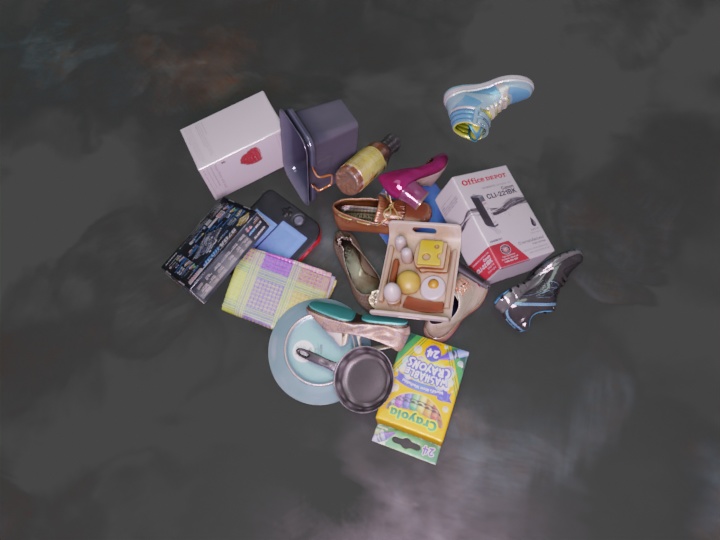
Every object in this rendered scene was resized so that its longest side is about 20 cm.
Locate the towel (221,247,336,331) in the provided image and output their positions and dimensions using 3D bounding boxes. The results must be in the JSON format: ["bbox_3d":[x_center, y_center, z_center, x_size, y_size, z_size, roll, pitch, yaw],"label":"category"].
[{"bbox_3d":[-0.158,0.046,1.167,0.197,0.023,0.146,18,74,0],"label":"towel"}]

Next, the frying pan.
[{"bbox_3d":[-0.028,0.196,1.068,0.187,0.031,0.117,-5,74,19],"label":"frying pan"}]

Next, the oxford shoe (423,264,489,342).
[{"bbox_3d":[0.192,0.047,1.129,0.070,0.074,0.201,30,71,20],"label":"oxford shoe"}]

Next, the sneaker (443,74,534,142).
[{"bbox_3d":[0.285,-0.344,1.297,0.196,0.080,0.133,-9,63,12],"label":"sneaker"}]

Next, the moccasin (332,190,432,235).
[{"bbox_3d":[0.042,-0.118,1.183,0.198,0.078,0.075,7,64,16],"label":"moccasin"}]

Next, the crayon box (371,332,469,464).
[{"bbox_3d":[0.108,0.225,1.070,0.124,0.052,0.203,16,69,12],"label":"crayon box"}]

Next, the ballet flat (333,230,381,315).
[{"bbox_3d":[0.000,0.000,1.184,0.067,0.047,0.202,-26,66,-6],"label":"ballet flat"}]

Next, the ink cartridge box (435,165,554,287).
[{"bbox_3d":[0.254,-0.089,1.146,0.142,0.084,0.202,-15,69,-27],"label":"ink cartridge box"}]

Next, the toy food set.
[{"bbox_3d":[0.103,-0.002,1.084,0.141,0.061,0.203,4,60,16],"label":"toy food set"}]

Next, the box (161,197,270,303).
[{"bbox_3d":[-0.292,-0.047,1.189,0.158,0.046,0.201,23,70,48],"label":"box"}]

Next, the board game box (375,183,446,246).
[{"bbox_3d":[0.113,-0.099,1.225,0.157,0.039,0.201,-32,62,-3],"label":"board game box"}]

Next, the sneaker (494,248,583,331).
[{"bbox_3d":[0.349,0.035,1.133,0.199,0.073,0.082,-36,83,-5],"label":"sneaker"}]

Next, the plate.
[{"bbox_3d":[-0.076,0.148,1.118,0.196,0.026,0.204,1,73,-3],"label":"plate"}]

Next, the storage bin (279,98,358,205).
[{"bbox_3d":[-0.076,-0.247,1.230,0.133,0.201,0.147,-25,64,-16],"label":"storage bin"}]

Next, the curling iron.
[{"bbox_3d":[0.161,-0.015,1.131,0.199,0.026,0.050,32,70,27],"label":"curling iron"}]

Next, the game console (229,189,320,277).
[{"bbox_3d":[-0.197,-0.058,1.239,0.176,0.031,0.200,37,74,19],"label":"game console"}]

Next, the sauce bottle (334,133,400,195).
[{"bbox_3d":[0.023,-0.228,1.244,0.065,0.067,0.200,30,48,17],"label":"sauce bottle"}]

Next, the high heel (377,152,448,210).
[{"bbox_3d":[0.110,-0.201,1.176,0.096,0.068,0.201,36,40,-1],"label":"high heel"}]

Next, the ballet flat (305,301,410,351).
[{"bbox_3d":[-0.009,0.109,1.084,0.197,0.068,0.068,11,105,15],"label":"ballet flat"}]

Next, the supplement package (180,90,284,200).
[{"bbox_3d":[-0.262,-0.269,1.290,0.198,0.122,0.121,-28,65,-7],"label":"supplement package"}]
